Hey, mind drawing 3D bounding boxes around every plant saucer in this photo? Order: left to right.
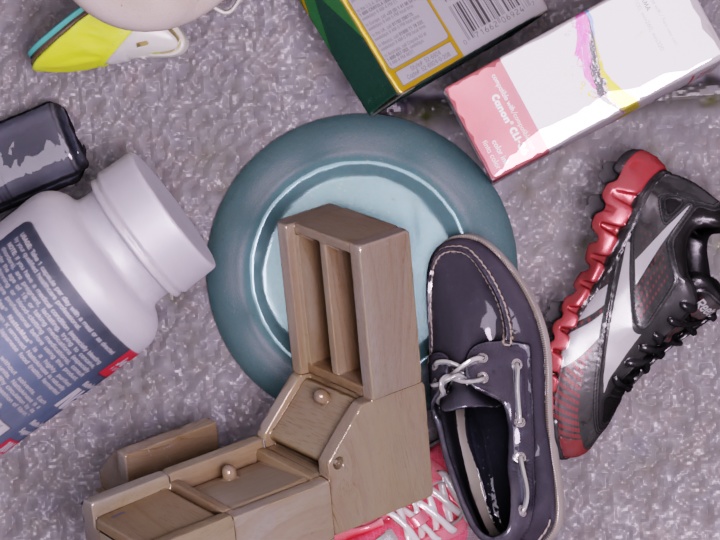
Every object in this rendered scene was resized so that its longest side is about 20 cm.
[{"bbox_3d":[0.000,0.000,1.591,0.200,0.036,0.200,0,91,3],"label":"plant saucer"}]

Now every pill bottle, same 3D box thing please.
[{"bbox_3d":[-0.195,0.021,1.558,0.200,0.120,0.120,-36,90,3],"label":"pill bottle"}]

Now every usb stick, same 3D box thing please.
[{"bbox_3d":[-0.271,-0.049,1.603,0.200,0.033,0.055,-22,91,3],"label":"usb stick"}]

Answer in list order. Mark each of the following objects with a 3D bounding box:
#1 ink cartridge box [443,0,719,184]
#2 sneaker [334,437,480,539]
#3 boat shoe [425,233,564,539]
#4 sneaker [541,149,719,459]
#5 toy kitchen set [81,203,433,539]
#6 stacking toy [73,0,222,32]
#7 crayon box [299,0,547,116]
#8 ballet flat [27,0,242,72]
[{"bbox_3d":[0.154,-0.127,1.539,0.200,0.116,0.068,-29,89,4],"label":"ink cartridge box"},{"bbox_3d":[0.026,0.166,1.568,0.200,0.087,0.074,-33,90,3],"label":"sneaker"},{"bbox_3d":[0.076,0.073,1.525,0.073,0.063,0.200,-16,82,27],"label":"boat shoe"},{"bbox_3d":[0.170,0.030,1.558,0.098,0.071,0.201,21,92,22],"label":"sneaker"},{"bbox_3d":[-0.090,0.069,1.512,0.200,0.163,0.181,-19,115,-33],"label":"toy kitchen set"},{"bbox_3d":[-0.161,-0.236,1.532,0.146,0.200,0.146,-13,116,-29],"label":"stacking toy"},{"bbox_3d":[0.010,-0.212,1.550,0.126,0.052,0.200,-31,91,-28],"label":"crayon box"},{"bbox_3d":[-0.116,-0.175,1.577,0.200,0.067,0.067,-41,92,1],"label":"ballet flat"}]
